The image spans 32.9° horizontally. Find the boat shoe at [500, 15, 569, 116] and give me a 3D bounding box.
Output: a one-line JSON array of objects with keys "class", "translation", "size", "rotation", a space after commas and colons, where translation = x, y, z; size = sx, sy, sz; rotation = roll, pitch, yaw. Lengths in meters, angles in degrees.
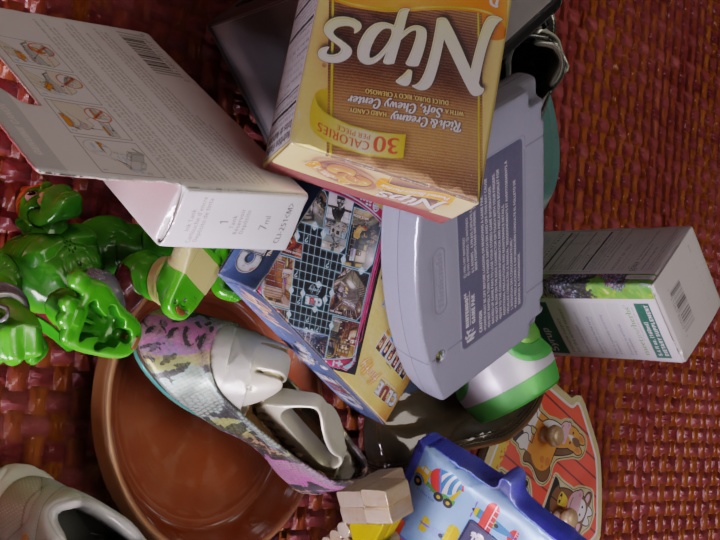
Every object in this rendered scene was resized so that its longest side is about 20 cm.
[{"class": "boat shoe", "translation": [0.125, -0.150, 0.925], "size": [0.072, 0.071, 0.201], "rotation": [48, 44, -27]}]

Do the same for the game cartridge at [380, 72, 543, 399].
[{"class": "game cartridge", "translation": [0.070, -0.018, 0.814], "size": [0.133, 0.041, 0.201], "rotation": [-35, 134, -37]}]

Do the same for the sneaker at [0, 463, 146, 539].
[{"class": "sneaker", "translation": [-0.150, 0.197, 0.756], "size": [0.200, 0.092, 0.076], "rotation": [48, 58, -35]}]

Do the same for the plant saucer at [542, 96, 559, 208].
[{"class": "plant saucer", "translation": [0.124, -0.128, 1.021], "size": [0.200, 0.036, 0.201], "rotation": [31, 53, -52]}]

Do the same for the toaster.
[{"class": "toaster", "translation": [0.010, -0.168, 0.854], "size": [0.200, 0.180, 0.119], "rotation": [-44, 114, -34]}]

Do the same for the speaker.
[{"class": "speaker", "translation": [0.075, 0.013, 0.944], "size": [0.088, 0.088, 0.201], "rotation": [-27, 88, -41]}]

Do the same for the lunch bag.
[{"class": "lunch bag", "translation": [0.094, 0.212, 0.897], "size": [0.094, 0.150, 0.201], "rotation": [-34, 149, -40]}]

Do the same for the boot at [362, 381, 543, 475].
[{"class": "boot", "translation": [0.077, 0.096, 0.994], "size": [0.200, 0.074, 0.097], "rotation": [-26, 111, -40]}]

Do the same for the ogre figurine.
[{"class": "ogre figurine", "translation": [-0.161, 0.005, 0.713], "size": [0.200, 0.119, 0.099], "rotation": [-44, 135, -39]}]

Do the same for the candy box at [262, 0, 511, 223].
[{"class": "candy box", "translation": [0.023, -0.140, 0.703], "size": [0.115, 0.055, 0.201], "rotation": [16, 73, -18]}]

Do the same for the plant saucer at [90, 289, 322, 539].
[{"class": "plant saucer", "translation": [-0.102, 0.094, 0.832], "size": [0.200, 0.032, 0.202], "rotation": [8, 79, -49]}]

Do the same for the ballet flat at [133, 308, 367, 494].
[{"class": "ballet flat", "translation": [-0.061, 0.084, 0.803], "size": [0.200, 0.071, 0.069], "rotation": [47, 45, -35]}]

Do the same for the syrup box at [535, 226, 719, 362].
[{"class": "syrup box", "translation": [0.184, 0.019, 1.010], "size": [0.081, 0.199, 0.079], "rotation": [-47, 121, -35]}]

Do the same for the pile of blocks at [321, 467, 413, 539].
[{"class": "pile of blocks", "translation": [0.003, 0.212, 0.855], "size": [0.062, 0.082, 0.200], "rotation": [-19, 149, -45]}]

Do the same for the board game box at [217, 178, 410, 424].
[{"class": "board game box", "translation": [0.000, 0.000, 0.799], "size": [0.136, 0.034, 0.200], "rotation": [-58, 144, -15]}]

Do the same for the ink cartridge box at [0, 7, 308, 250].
[{"class": "ink cartridge box", "translation": [-0.151, -0.084, 0.689], "size": [0.173, 0.200, 0.044], "rotation": [1, 125, -44]}]

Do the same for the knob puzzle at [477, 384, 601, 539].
[{"class": "knob puzzle", "translation": [0.177, 0.205, 1.124], "size": [0.219, 0.030, 0.221], "rotation": [0, 90, -45]}]
